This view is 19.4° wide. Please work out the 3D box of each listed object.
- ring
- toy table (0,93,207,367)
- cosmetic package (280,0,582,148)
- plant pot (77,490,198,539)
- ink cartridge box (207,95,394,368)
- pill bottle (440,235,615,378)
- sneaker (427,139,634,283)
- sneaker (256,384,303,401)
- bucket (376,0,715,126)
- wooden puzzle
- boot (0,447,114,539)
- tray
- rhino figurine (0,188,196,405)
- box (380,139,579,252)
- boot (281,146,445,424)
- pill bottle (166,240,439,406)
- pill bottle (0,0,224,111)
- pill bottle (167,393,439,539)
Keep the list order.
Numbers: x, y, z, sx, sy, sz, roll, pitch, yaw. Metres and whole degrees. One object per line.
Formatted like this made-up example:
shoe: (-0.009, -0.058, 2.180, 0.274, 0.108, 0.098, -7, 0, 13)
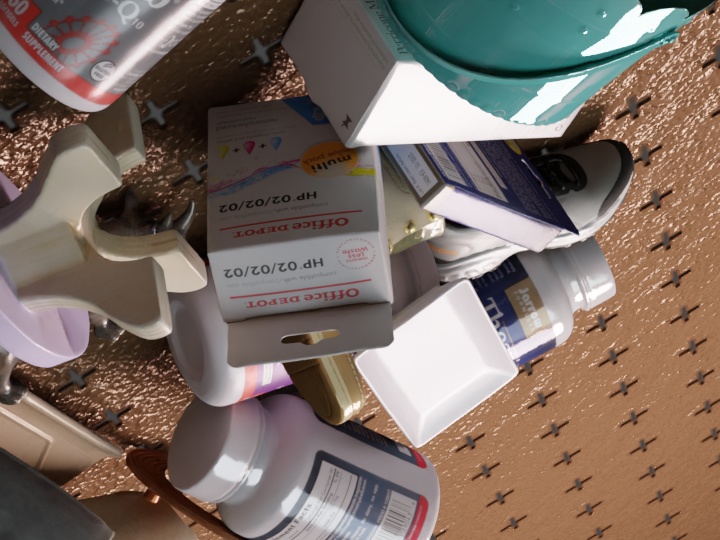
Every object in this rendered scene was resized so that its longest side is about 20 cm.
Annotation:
ring: (-0.108, 0.205, 1.746, 0.200, 0.200, 0.019, 24, 97, -56)
toy table: (-0.189, -0.022, 1.358, 0.117, 0.184, 0.200, -20, 158, 12)
cosmetic package: (0.060, -0.150, 1.448, 0.200, 0.108, 0.085, -6, 142, -40)
plant pot: (-0.225, 0.261, 1.690, 0.200, 0.200, 0.183, -47, 167, 26)
ink cartridge box: (-0.041, -0.032, 1.402, 0.115, 0.200, 0.068, -8, 131, 3)
pill bottle: (0.108, 0.032, 1.764, 0.200, 0.111, 0.111, -28, 151, -6)
sneaker: (0.133, -0.057, 1.695, 0.200, 0.074, 0.079, -24, 145, -12)
sneaker: (-0.068, 0.142, 1.792, 0.074, 0.087, 0.200, -15, 147, -26)
bucket: (0.111, -0.200, 1.331, 0.207, 0.207, 0.135, 0, 145, -43)
wooden puzzle: (-0.310, 0.158, 1.652, 0.200, 0.037, 0.185, -30, 152, 8)
boot: (-0.308, 0.185, 1.536, 0.182, 0.073, 0.200, -39, 108, 16)
tray: (0.057, 0.069, 1.640, 0.107, 0.022, 0.200, -35, 151, -1)
rhino figurine: (-0.199, 0.010, 1.497, 0.200, 0.060, 0.087, -35, 140, -1)
box: (0.079, -0.077, 1.561, 0.032, 0.121, 0.200, -44, 148, 20)
boot: (0.000, 0.000, 1.537, 0.155, 0.200, 0.073, -18, 167, -26)
pill bottle: (-0.044, 0.026, 1.612, 0.200, 0.112, 0.112, -17, 148, -24)
pill bottle: (-0.120, -0.194, 1.203, 0.200, 0.116, 0.116, -41, 150, 15)
pill bottle: (-0.047, 0.166, 1.673, 0.200, 0.120, 0.120, 27, 120, -29)
